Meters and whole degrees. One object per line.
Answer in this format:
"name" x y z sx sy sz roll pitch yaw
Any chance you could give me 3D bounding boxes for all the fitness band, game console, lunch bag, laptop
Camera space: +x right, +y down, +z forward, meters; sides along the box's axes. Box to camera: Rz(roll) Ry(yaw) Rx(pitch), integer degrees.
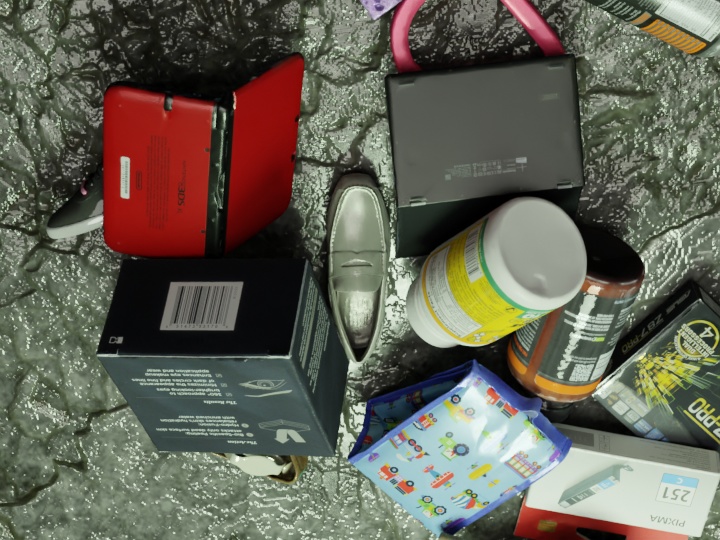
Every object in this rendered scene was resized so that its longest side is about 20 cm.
"fitness band" 0.117 -0.210 1.558 0.143 0.037 0.200 -39 113 12
"game console" -0.153 -0.114 1.532 0.171 0.119 0.201 10 131 2
"lunch bag" 0.112 0.179 1.674 0.150 0.094 0.199 42 131 -20
"laptop" 0.120 -0.109 1.585 0.185 0.116 0.202 -7 102 -3

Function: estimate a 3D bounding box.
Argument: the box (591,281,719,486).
"box" 0.368 0.130 1.727 0.200 0.049 0.161 41 112 -20

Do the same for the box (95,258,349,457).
"box" -0.130 0.088 1.577 0.195 0.118 0.201 0 145 14

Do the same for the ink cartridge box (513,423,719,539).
"ink cartridge box" 0.280 0.261 1.759 0.198 0.045 0.177 10 124 1

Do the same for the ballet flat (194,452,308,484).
"ballet flat" -0.146 0.180 1.710 0.199 0.072 0.068 27 111 -15

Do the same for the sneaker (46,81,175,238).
"sneaker" -0.242 -0.115 1.565 0.199 0.071 0.100 -31 114 4

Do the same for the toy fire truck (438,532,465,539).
"toy fire truck" 0.185 0.347 1.727 0.175 0.130 0.199 -14 163 42

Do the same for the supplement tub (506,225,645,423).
"supplement tub" 0.214 0.061 1.647 0.106 0.107 0.201 12 123 -9

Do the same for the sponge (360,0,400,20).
"sponge" 0.061 -0.337 1.477 0.199 0.030 0.112 -34 95 13

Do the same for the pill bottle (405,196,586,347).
"pill bottle" 0.127 0.011 1.577 0.112 0.113 0.200 30 150 -16

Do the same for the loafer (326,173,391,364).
"loafer" 0.000 0.000 1.631 0.069 0.070 0.202 -4 116 -1

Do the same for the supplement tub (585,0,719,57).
"supplement tub" 0.294 -0.279 1.483 0.199 0.123 0.123 24 113 -15
